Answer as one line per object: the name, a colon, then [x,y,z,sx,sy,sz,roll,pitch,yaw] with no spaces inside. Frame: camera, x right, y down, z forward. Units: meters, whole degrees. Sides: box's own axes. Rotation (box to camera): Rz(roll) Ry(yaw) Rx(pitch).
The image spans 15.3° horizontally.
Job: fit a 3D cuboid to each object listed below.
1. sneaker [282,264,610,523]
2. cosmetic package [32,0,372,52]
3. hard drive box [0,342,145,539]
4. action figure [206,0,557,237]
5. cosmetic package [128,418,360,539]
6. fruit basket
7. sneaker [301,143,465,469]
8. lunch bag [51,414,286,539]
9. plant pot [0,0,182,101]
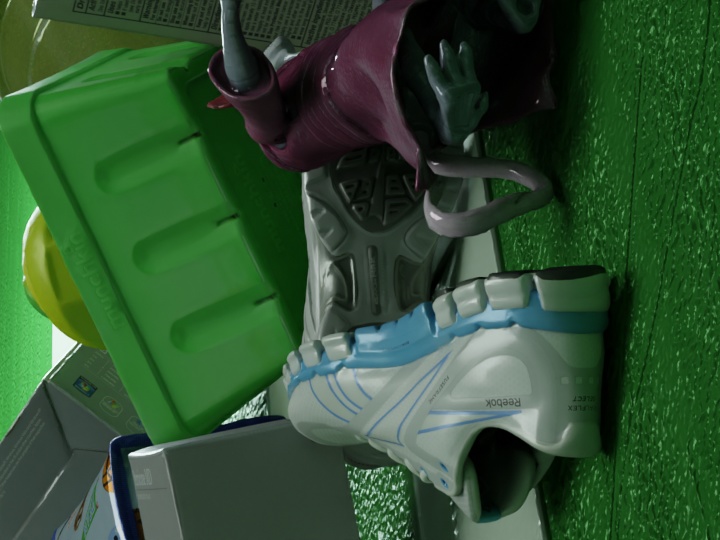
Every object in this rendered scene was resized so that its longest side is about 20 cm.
sneaker: [0.031,0.060,1.064,0.200,0.075,0.087,-25,69,59]
cosmetic package: [-0.058,-0.174,1.337,0.087,0.199,0.104,-97,21,-45]
hard drive box: [-0.163,0.101,1.626,0.156,0.077,0.200,-53,1,27]
action figure: [0.009,-0.078,1.171,0.200,0.134,0.150,-19,88,51]
cosmetic package: [-0.040,0.168,1.192,0.107,0.090,0.201,152,104,-75]
fruit basket: [-0.120,-0.010,1.397,0.155,0.215,0.216,-37,-35,-61]
sneaker: [0.000,0.000,1.265,0.099,0.078,0.201,128,148,-71]
lunch bag: [-0.091,0.202,1.429,0.170,0.123,0.201,128,131,-63]
plant pot: [-0.100,-0.097,1.563,0.190,0.199,0.201,-120,39,-49]
